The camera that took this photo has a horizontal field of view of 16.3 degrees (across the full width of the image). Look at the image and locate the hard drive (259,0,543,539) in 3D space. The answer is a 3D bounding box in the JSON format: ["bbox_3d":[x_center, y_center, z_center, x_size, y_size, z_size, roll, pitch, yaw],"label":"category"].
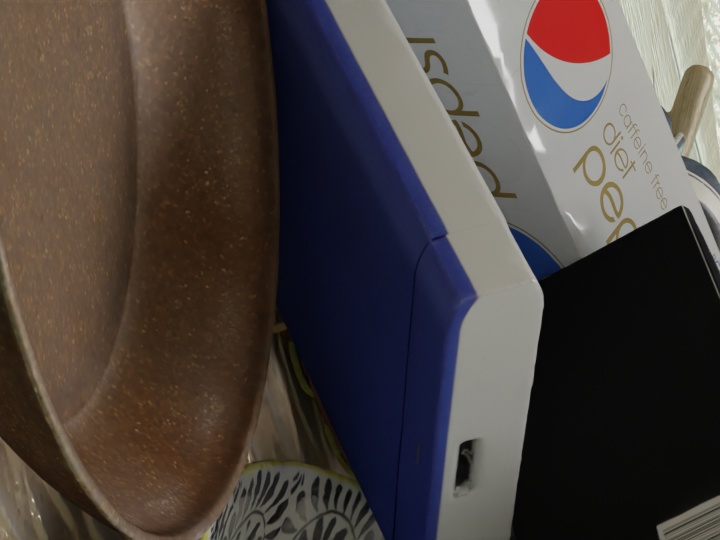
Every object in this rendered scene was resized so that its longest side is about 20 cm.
[{"bbox_3d":[-0.008,-0.025,0.659,0.132,0.025,0.200,93,-23,-50],"label":"hard drive"}]

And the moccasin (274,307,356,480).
[{"bbox_3d":[-0.002,0.000,0.834,0.078,0.073,0.202,-94,179,-46],"label":"moccasin"}]

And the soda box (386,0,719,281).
[{"bbox_3d":[0.047,-0.043,0.769,0.064,0.068,0.200,-51,130,-34],"label":"soda box"}]

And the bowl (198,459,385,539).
[{"bbox_3d":[-0.001,0.154,0.630,0.201,0.094,0.201,44,19,-19],"label":"bowl"}]

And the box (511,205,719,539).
[{"bbox_3d":[0.100,0.092,0.679,0.141,0.079,0.200,57,11,-22],"label":"box"}]

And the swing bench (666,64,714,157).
[{"bbox_3d":[0.118,0.022,1.217,0.199,0.129,0.200,39,52,-73],"label":"swing bench"}]

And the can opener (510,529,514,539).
[{"bbox_3d":[0.011,0.090,0.786,0.200,0.066,0.053,-16,134,-59],"label":"can opener"}]

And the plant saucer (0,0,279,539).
[{"bbox_3d":[-0.060,-0.040,0.533,0.200,0.037,0.201,-5,90,-76],"label":"plant saucer"}]

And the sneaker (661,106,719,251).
[{"bbox_3d":[0.096,-0.035,0.990,0.146,0.077,0.202,-59,-168,-30],"label":"sneaker"}]
